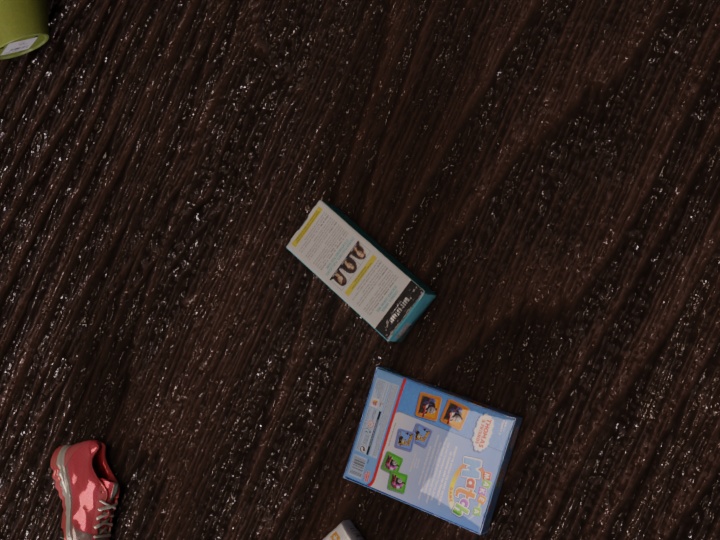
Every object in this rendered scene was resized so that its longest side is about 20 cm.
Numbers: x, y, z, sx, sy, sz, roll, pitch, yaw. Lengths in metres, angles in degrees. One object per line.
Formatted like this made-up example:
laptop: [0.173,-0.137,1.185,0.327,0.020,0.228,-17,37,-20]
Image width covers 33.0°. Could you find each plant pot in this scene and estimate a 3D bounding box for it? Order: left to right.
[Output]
plant pot: [-0.553,-0.433,1.853,0.186,0.187,0.202,-23,90,20]

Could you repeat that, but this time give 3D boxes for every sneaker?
sneaker: [-0.379,0.336,1.730,0.086,0.074,0.202,-22,75,19]

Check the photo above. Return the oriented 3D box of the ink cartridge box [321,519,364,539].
ink cartridge box: [-0.031,0.465,1.575,0.200,0.047,0.198,-44,70,16]

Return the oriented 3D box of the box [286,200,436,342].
box: [0.000,0.000,1.607,0.200,0.049,0.083,42,102,22]

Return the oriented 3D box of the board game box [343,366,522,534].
board game box: [0.090,0.226,1.549,0.198,0.037,0.153,19,92,26]
